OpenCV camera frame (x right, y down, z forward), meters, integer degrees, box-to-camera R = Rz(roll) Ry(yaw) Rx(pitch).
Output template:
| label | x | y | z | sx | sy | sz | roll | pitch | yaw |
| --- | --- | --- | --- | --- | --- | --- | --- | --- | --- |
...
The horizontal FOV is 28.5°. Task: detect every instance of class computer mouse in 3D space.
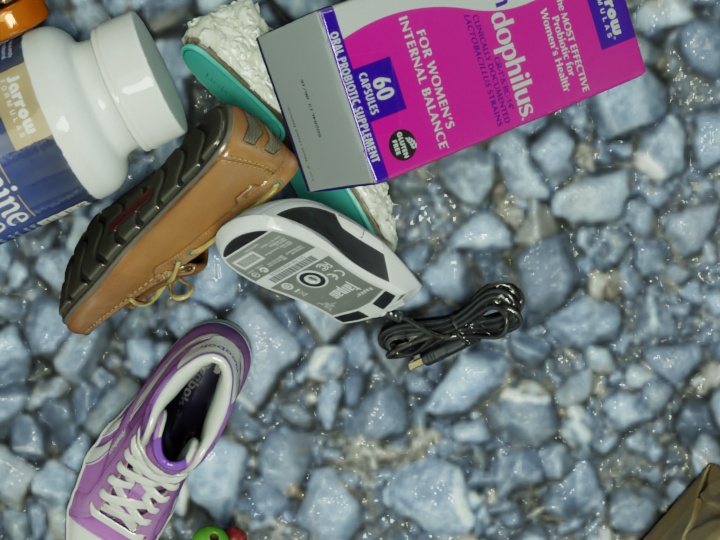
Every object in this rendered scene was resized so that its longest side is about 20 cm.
| label | x | y | z | sx | sy | sz | roll | pitch | yaw |
| --- | --- | --- | --- | --- | --- | --- | --- | --- | --- |
| computer mouse | 0.000 | 0.000 | 0.882 | 0.199 | 0.109 | 0.044 | 30 | 54 | -32 |

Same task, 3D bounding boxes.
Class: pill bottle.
| label | x | y | z | sx | sy | sz | roll | pitch | yaw |
| --- | --- | --- | --- | --- | --- | --- | --- | --- | --- |
| pill bottle | -0.213 | -0.082 | 0.881 | 0.198 | 0.111 | 0.112 | -24 | 99 | 3 |

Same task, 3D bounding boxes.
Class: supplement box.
| label | x | y | z | sx | sy | sz | roll | pitch | yaw |
| --- | --- | --- | --- | --- | --- | --- | --- | --- | --- |
| supplement box | 0.055 | -0.129 | 0.849 | 0.198 | 0.103 | 0.103 | -24 | 100 | -23 |

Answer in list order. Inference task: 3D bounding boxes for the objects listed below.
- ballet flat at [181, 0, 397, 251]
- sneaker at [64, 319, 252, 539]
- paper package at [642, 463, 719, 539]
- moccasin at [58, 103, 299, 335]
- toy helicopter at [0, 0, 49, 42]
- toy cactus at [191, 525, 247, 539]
| label | x | y | z | sx | sy | sz | roll | pitch | yaw |
| --- | --- | --- | --- | --- | --- | --- | --- | --- | --- |
| ballet flat | -0.031 | -0.094 | 0.909 | 0.072 | 0.072 | 0.200 | -40 | 99 | 5 |
| sneaker | -0.140 | 0.127 | 0.917 | 0.072 | 0.114 | 0.202 | 28 | 99 | -7 |
| paper package | 0.261 | 0.269 | 0.953 | 0.199 | 0.104 | 0.191 | 39 | 95 | -6 |
| moccasin | -0.119 | -0.022 | 0.901 | 0.077 | 0.074 | 0.201 | 33 | 116 | -32 |
| toy helicopter | -0.290 | -0.144 | 0.838 | 0.131 | 0.200 | 0.080 | -9 | 116 | 34 |
| toy cactus | -0.082 | 0.263 | 0.964 | 0.163 | 0.102 | 0.203 | 0 | 98 | -20 |
